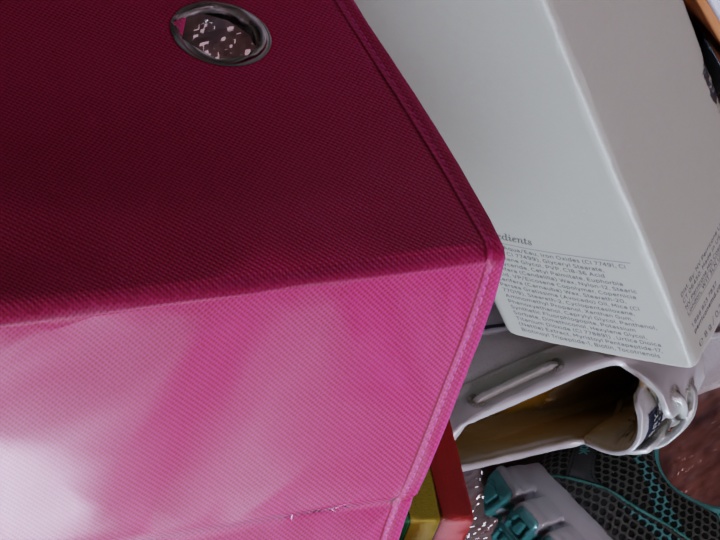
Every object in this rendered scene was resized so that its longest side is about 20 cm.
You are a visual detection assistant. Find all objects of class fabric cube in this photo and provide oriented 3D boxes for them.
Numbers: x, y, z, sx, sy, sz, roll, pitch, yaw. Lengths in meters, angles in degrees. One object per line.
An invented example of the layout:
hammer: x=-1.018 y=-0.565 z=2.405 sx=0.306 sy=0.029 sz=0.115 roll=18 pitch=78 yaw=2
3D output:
fabric cube: x=-0.109 y=0.011 z=0.718 sx=0.199 sy=0.196 sz=0.200 roll=-6 pitch=136 yaw=-28

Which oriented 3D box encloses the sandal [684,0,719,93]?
sandal: x=0.113 y=-0.075 z=0.885 sx=0.059 sy=0.079 sz=0.207 roll=-36 pitch=133 yaw=6

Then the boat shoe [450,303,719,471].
boat shoe: x=0.101 y=0.045 z=1.002 sx=0.200 sy=0.070 sz=0.071 roll=-6 pitch=134 yaw=-30

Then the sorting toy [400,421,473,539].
sorting toy: x=-0.009 y=0.147 z=0.886 sx=0.069 sy=0.200 sz=0.199 roll=1 pitch=139 yaw=-18

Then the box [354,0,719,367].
box: x=0.063 y=-0.060 z=0.814 sx=0.068 sy=0.082 sz=0.200 roll=-57 pitch=141 yaw=-29

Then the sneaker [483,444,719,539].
sneaker: x=0.144 y=0.141 z=1.048 sx=0.091 sy=0.200 sz=0.078 roll=-35 pitch=167 yaw=-19
